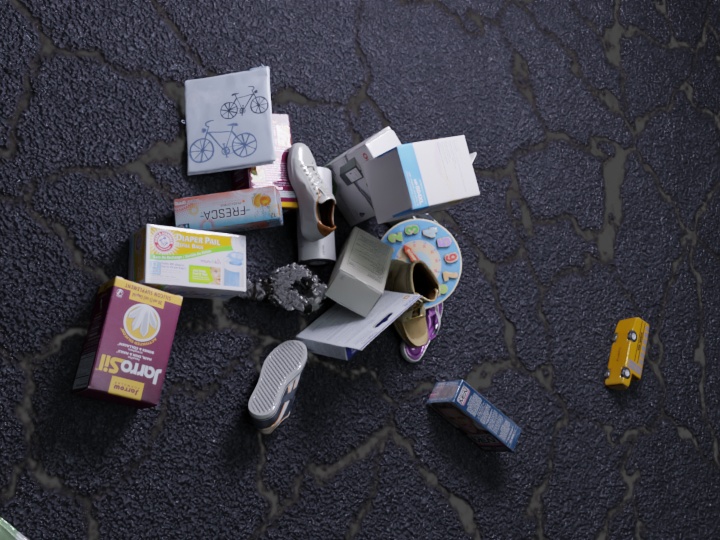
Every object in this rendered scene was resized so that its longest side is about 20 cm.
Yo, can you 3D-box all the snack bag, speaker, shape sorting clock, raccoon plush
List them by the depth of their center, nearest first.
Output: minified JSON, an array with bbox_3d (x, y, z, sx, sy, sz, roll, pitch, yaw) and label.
[{"bbox_3d":[-0.261,-0.295,1.641,0.021,0.187,0.202,32,52,-76],"label":"snack bag"},{"bbox_3d":[-0.156,0.032,1.693,0.198,0.134,0.098,15,84,3],"label":"raccoon plush"},{"bbox_3d":[-0.095,-0.113,1.748,0.081,0.081,0.202,4,76,-33],"label":"speaker"},{"bbox_3d":[0.128,-0.014,1.854,0.198,0.039,0.202,0,92,-2],"label":"shape sorting clock"}]

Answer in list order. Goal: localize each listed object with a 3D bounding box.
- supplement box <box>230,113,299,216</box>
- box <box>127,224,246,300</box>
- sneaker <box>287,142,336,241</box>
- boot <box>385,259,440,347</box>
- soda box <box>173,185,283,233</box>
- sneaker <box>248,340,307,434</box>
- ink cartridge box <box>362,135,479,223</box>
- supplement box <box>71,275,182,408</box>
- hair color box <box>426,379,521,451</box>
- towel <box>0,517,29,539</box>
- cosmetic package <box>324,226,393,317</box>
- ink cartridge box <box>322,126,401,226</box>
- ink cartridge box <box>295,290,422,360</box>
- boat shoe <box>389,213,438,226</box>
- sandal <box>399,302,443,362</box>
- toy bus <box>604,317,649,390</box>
[{"bbox_3d":[-0.200,-0.215,1.697,0.110,0.085,0.202,-1,80,-34],"label":"supplement box"},{"bbox_3d":[-0.323,-0.012,1.555,0.199,0.101,0.114,5,76,-33],"label":"box"},{"bbox_3d":[-0.087,-0.164,1.666,0.073,0.084,0.202,-9,85,-48],"label":"sneaker"},{"bbox_3d":[0.121,0.072,1.763,0.072,0.155,0.202,-17,96,-21],"label":"boot"},{"bbox_3d":[-0.250,-0.110,1.589,0.198,0.064,0.069,-8,81,3],"label":"soda box"},{"bbox_3d":[-0.161,0.227,1.627,0.080,0.078,0.201,87,24,-43],"label":"sneaker"},{"bbox_3d":[0.129,-0.181,1.641,0.199,0.128,0.126,-14,88,-33],"label":"ink cartridge box"},{"bbox_3d":[-0.408,0.129,1.463,0.130,0.103,0.202,19,69,-30],"label":"supplement box"},{"bbox_3d":[0.254,0.327,1.865,0.200,0.100,0.061,41,61,-19],"label":"hair color box"},{"bbox_3d":[-0.548,0.512,1.322,0.200,0.031,0.150,47,57,-16],"label":"towel"},{"bbox_3d":[0.000,0.000,1.720,0.105,0.071,0.200,31,29,-6],"label":"cosmetic package"},{"bbox_3d":[0.019,-0.195,1.770,0.084,0.200,0.146,-38,100,-34],"label":"ink cartridge box"},{"bbox_3d":[0.001,0.107,1.687,0.196,0.199,0.044,-38,120,-34],"label":"ink cartridge box"},{"bbox_3d":[0.111,-0.124,1.898,0.200,0.075,0.061,47,42,-22],"label":"boat shoe"},{"bbox_3d":[0.150,0.115,1.876,0.082,0.050,0.204,31,63,-24],"label":"sandal"},{"bbox_3d":[0.710,0.224,2.220,0.078,0.065,0.201,32,62,-26],"label":"toy bus"}]
